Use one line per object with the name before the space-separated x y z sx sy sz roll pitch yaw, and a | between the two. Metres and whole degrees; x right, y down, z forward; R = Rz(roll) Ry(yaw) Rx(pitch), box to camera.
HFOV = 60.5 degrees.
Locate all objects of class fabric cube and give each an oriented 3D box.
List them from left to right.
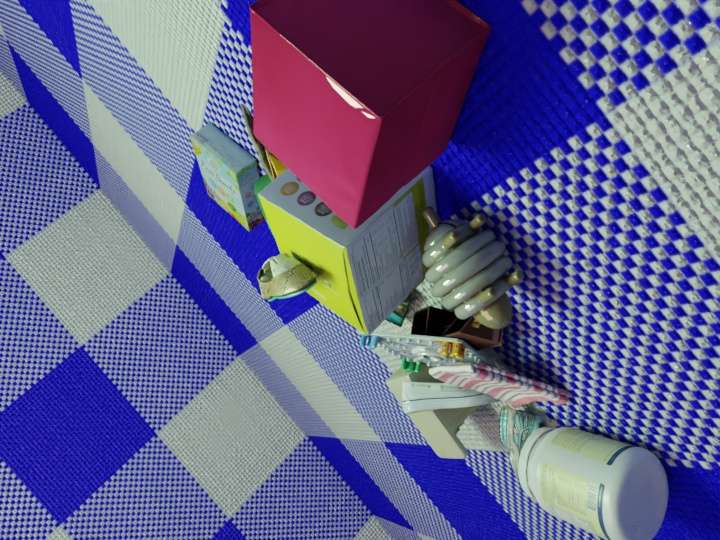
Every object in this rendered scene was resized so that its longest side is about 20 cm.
fabric cube | 0.002 -0.219 0.730 0.196 0.199 0.201 42 154 15

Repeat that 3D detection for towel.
towel | 0.229 0.195 1.044 0.195 0.031 0.146 19 162 -17

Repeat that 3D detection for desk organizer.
desk organizer | 0.158 0.095 1.046 0.075 0.074 0.200 15 162 -16

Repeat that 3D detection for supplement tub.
supplement tub | 0.366 0.337 0.990 0.147 0.145 0.198 56 156 -19

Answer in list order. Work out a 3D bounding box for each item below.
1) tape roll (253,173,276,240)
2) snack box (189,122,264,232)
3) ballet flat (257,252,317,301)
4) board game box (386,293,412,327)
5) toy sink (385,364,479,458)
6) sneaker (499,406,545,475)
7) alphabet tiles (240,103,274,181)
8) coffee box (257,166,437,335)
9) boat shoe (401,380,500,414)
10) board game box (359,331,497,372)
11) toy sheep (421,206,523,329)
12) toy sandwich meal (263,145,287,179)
tape roll | -0.146 -0.099 1.238 0.204 0.047 0.201 64 -177 -6
snack box | -0.303 -0.214 1.436 0.168 0.067 0.202 39 153 24
ballet flat | -0.126 0.009 0.974 0.199 0.070 0.067 -16 100 63
board game box | 0.004 0.041 1.235 0.196 0.029 0.136 24 158 8
toy sink | 0.168 0.272 1.286 0.202 0.111 0.130 53 157 1
sneaker | 0.320 0.329 1.150 0.084 0.079 0.201 -2 141 31
alphabet tiles | -0.170 -0.208 1.159 0.201 0.006 0.169 61 -174 -51
coffee box | -0.009 -0.066 0.978 0.198 0.197 0.203 31 152 33
boat shoe | 0.173 0.227 1.174 0.074 0.194 0.069 97 167 -77
board game box | 0.122 0.153 1.090 0.195 0.027 0.199 1 158 33
toy sheep | 0.151 -0.007 0.879 0.203 0.136 0.138 61 158 8
toy sandwich meal | -0.124 -0.165 1.081 0.205 0.068 0.212 -6 -90 -87
